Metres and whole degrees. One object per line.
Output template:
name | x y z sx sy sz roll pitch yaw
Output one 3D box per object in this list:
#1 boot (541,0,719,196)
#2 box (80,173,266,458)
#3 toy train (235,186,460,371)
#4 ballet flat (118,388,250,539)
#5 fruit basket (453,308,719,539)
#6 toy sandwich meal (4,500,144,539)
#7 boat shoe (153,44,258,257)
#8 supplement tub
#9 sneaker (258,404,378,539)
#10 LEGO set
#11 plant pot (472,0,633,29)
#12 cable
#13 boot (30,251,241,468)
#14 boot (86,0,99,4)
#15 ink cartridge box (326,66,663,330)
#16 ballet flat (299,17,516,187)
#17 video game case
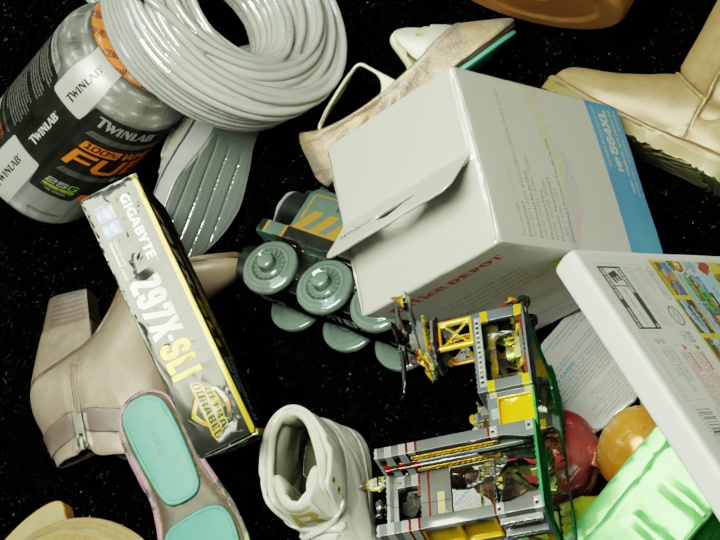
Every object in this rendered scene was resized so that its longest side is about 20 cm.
boot | 0.254 -0.170 1.048 0.175 0.066 0.201 30 86 20
box | -0.132 0.039 1.053 0.049 0.160 0.201 -26 84 -1
toy train | 0.000 0.000 1.096 0.199 0.085 0.114 18 66 33
ballet flat | -0.124 0.183 1.080 0.069 0.071 0.201 -27 70 1
fruit basket | 0.158 0.141 0.969 0.185 0.094 0.200 -51 42 0
toy sandwich meal | -0.216 0.281 1.098 0.204 0.070 0.206 -7 69 19
boat shoe | -0.131 -0.096 1.210 0.067 0.073 0.201 9 68 49
supplement tub | -0.223 -0.137 1.193 0.200 0.122 0.123 -39 55 38
sneaker | -0.026 0.194 1.008 0.073 0.116 0.201 -21 64 15
LEGO set | 0.063 0.119 0.884 0.115 0.154 0.201 -13 59 14
plant pot | 0.147 -0.267 1.066 0.199 0.200 0.141 12 85 29
cable | -0.106 -0.200 1.133 0.200 0.200 0.069 52 134 -4
boot | -0.176 0.077 1.163 0.199 0.070 0.147 -16 72 17
boot | -0.201 -0.238 1.298 0.095 0.074 0.201 -23 53 23
ink cartridge box | 0.082 -0.044 0.960 0.128 0.199 0.126 -30 64 40
ballet flat | 0.031 -0.149 1.134 0.200 0.068 0.067 -41 88 4
video game case | 0.233 0.069 0.899 0.023 0.181 0.200 -53 52 33
